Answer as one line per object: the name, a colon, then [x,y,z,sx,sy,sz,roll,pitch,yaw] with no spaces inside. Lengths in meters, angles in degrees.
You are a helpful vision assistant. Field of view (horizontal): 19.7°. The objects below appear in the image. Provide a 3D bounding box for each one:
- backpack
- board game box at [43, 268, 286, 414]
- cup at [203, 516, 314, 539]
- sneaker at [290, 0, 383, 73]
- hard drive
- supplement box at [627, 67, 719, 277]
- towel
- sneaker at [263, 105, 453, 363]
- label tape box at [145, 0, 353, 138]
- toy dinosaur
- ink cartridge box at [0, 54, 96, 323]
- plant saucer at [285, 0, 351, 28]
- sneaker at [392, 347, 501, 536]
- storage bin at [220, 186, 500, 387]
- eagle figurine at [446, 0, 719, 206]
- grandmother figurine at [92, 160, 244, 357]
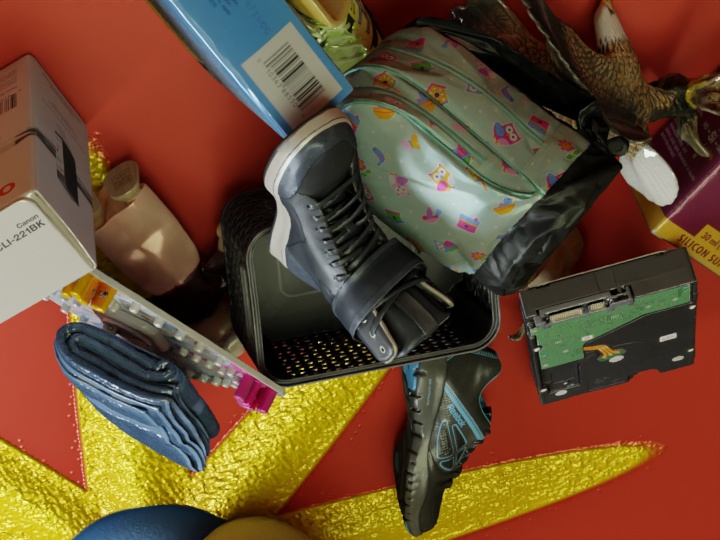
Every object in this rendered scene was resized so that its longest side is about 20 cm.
backpack: [0.070,-0.086,1.506,0.200,0.127,0.167,40,137,2]
board game box: [-0.182,0.049,1.620,0.200,0.200,0.026,35,75,-28]
cup: [-0.089,0.299,1.826,0.200,0.143,0.200,-5,125,-7]
sneaker: [-0.032,-0.186,1.547,0.075,0.076,0.200,-28,126,7]
hard drive: [0.205,0.047,1.705,0.140,0.038,0.200,-16,158,3]
supplement box: [0.330,-0.094,1.657,0.131,0.103,0.200,31,113,-25]
towel: [-0.177,0.100,1.640,0.112,0.200,0.049,25,77,14]
sneaker: [0.003,-0.020,1.453,0.077,0.146,0.202,-38,160,-17]
label tape box: [-0.102,-0.186,1.474,0.066,0.200,0.143,-42,121,-2]
toy dinosaur: [0.137,-0.008,1.722,0.101,0.058,0.200,-39,131,-1]
ink cartridge box: [-0.276,-0.049,1.521,0.144,0.200,0.084,-29,123,11]
plant saucer: [-0.062,-0.291,1.420,0.048,0.200,0.200,-15,130,35]
sneaker: [0.074,0.149,1.796,0.082,0.073,0.200,-1,125,-11]
storage bin: [0.000,0.000,1.641,0.200,0.094,0.135,-11,112,-14]
eagle figurine: [0.175,-0.146,1.586,0.200,0.151,0.152,4,134,-25]
grandmother figurine: [-0.148,0.001,1.667,0.121,0.061,0.200,-28,127,10]
